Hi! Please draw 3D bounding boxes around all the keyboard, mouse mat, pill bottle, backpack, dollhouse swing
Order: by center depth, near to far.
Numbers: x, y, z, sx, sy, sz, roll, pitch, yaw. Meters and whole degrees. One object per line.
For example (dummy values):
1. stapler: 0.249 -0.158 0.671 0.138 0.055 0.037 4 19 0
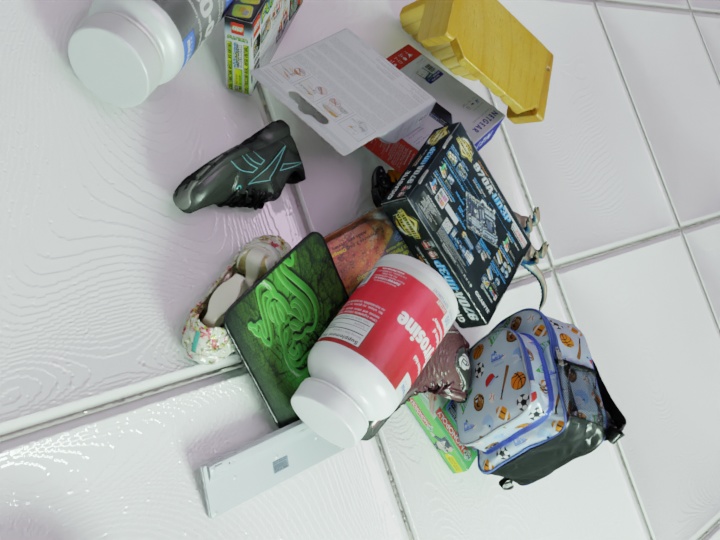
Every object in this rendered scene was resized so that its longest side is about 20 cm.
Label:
1. keyboard: -0.088 0.200 0.980 0.199 0.011 0.057 -18 109 -45
2. pill bottle: -0.223 -0.274 0.993 0.114 0.113 0.201 44 48 -21
3. pill bottle: 0.014 0.088 1.000 0.112 0.112 0.201 47 61 -18
4. mouse mat: -0.059 0.079 1.008 0.161 0.007 0.201 -45 124 -33
5. backpack: 0.207 0.149 1.148 0.153 0.200 0.192 30 44 -27
6. dollhouse swing: 0.145 -0.300 1.325 0.199 0.175 0.183 34 55 -29

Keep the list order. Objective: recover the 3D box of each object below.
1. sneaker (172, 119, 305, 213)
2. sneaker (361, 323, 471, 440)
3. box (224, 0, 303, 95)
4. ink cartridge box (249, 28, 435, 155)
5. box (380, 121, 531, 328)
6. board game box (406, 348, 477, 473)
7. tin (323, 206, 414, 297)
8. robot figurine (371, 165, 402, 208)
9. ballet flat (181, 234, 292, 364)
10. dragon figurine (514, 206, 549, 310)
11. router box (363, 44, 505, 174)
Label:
1. sneaker: -0.128 -0.105 1.041 0.200 0.075 0.080 -41 104 -45
2. sneaker: 0.076 0.142 1.098 0.115 0.075 0.201 44 65 -19
3. box: -0.115 -0.323 1.127 0.034 0.111 0.201 16 52 6
4. ink cartridge box: -0.023 -0.213 1.138 0.162 0.057 0.200 41 50 12
5. box: 0.124 -0.055 1.127 0.201 0.046 0.159 55 48 -24
6. board game box: 0.106 0.142 1.194 0.201 0.029 0.135 57 45 -10
7. tin: 0.000 0.000 1.098 0.199 0.042 0.113 -29 91 -24
8. robot figurine: 0.080 -0.054 1.215 0.144 0.058 0.202 -3 64 -38
9. ballet flat: -0.124 0.018 0.987 0.075 0.064 0.201 22 49 8
10. dragon figurine: 0.221 -0.039 1.364 0.059 0.099 0.202 -48 126 -46
11. router box: 0.080 -0.212 1.258 0.179 0.049 0.200 38 44 8
